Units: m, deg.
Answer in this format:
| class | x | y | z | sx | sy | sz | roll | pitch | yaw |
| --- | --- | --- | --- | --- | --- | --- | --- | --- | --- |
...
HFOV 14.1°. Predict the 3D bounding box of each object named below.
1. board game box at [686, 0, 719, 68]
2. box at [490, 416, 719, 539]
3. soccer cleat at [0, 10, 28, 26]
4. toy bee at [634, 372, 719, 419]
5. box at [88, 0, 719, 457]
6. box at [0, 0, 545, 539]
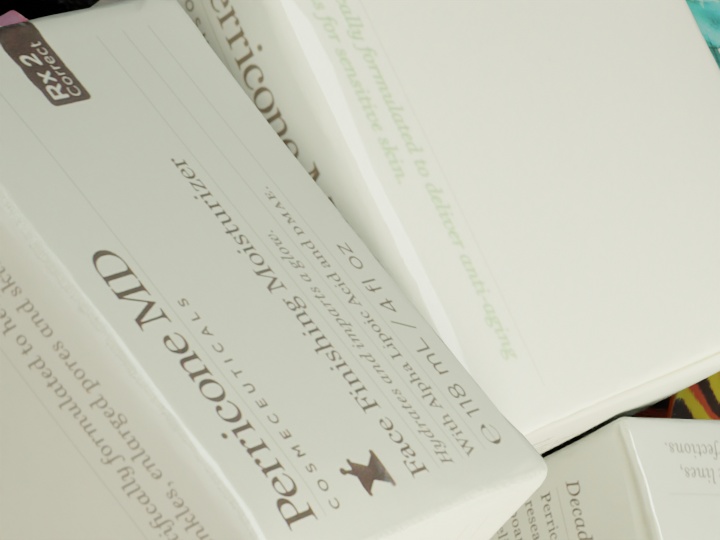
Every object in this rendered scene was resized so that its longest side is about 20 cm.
| class | x | y | z | sx | sy | sz | roll | pitch | yaw |
| --- | --- | --- | --- | --- | --- | --- | --- | --- | --- |
| board game box | 0.168 | -0.115 | 1.294 | 0.200 | 0.028 | 0.135 | -1 | 53 | -47 |
| box | 0.137 | 0.167 | 1.035 | 0.199 | 0.131 | 0.200 | 6 | 63 | -43 |
| soccer cleat | -0.155 | -0.063 | 1.090 | 0.068 | 0.073 | 0.200 | 38 | 28 | 24 |
| toy bee | 0.222 | 0.053 | 1.325 | 0.200 | 0.109 | 0.131 | 21 | -8 | -42 |
| box | 0.014 | -0.022 | 1.014 | 0.200 | 0.171 | 0.199 | -19 | 82 | -46 |
| box | -0.089 | 0.059 | 0.888 | 0.131 | 0.200 | 0.199 | -20 | 65 | -50 |
